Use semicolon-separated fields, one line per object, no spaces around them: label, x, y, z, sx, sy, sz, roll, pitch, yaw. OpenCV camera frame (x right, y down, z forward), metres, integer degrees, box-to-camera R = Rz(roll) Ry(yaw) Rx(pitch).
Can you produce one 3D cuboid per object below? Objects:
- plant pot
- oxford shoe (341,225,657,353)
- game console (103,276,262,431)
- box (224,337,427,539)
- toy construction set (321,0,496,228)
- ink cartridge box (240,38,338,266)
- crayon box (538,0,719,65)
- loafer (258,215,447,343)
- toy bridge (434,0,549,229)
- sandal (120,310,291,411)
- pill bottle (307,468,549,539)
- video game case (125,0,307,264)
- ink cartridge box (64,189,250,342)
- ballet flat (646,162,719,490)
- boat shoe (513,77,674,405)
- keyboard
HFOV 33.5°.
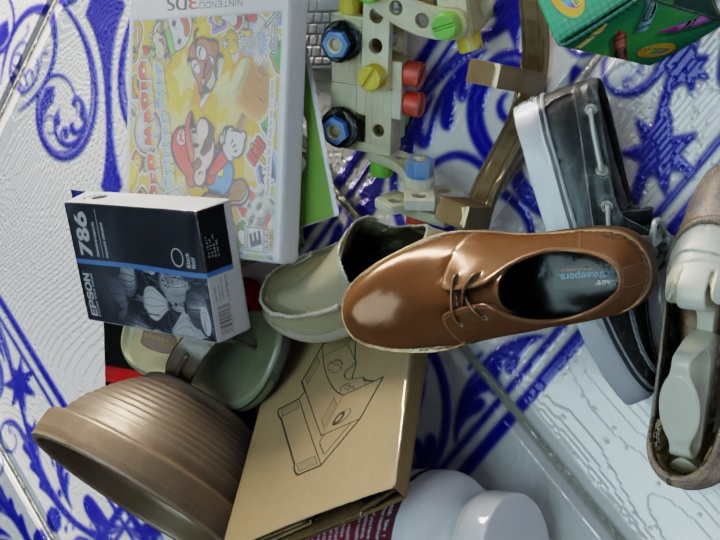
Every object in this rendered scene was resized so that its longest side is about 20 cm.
plant pot;-0.148;0.143;0.929;0.199;0.201;0.093;13;63;38
oxford shoe;0.069;0.010;0.704;0.198;0.071;0.072;-13;91;26
game console;-0.151;0.092;1.032;0.198;0.031;0.179;4;98;40
box;-0.018;0.095;0.844;0.163;0.021;0.201;-30;33;36
toy construction set;0.036;-0.130;0.829;0.130;0.092;0.202;11;101;21
ink cartridge box;-0.079;-0.087;0.925;0.199;0.075;0.150;-15;83;40
crayon box;0.133;-0.229;0.718;0.058;0.118;0.202;-29;75;36
loafer;0.000;0.000;0.827;0.199;0.068;0.076;-9;42;39
toy bridge;0.097;-0.127;0.786;0.027;0.067;0.202;19;103;37
sandal;-0.133;0.062;0.942;0.199;0.057;0.081;3;73;41
pill bottle;0.025;0.195;0.832;0.199;0.112;0.114;-6;88;40
video game case;-0.112;-0.113;0.887;0.181;0.023;0.203;8;98;42
ink cartridge box;-0.169;-0.007;0.910;0.199;0.039;0.101;5;110;43
ballet flat;0.205;0.035;0.705;0.068;0.067;0.203;8;97;38
boat shoe;0.158;-0.019;0.740;0.067;0.073;0.201;-19;86;22
keyboard;-0.043;-0.187;0.936;0.198;0.011;0.057;8;97;39
